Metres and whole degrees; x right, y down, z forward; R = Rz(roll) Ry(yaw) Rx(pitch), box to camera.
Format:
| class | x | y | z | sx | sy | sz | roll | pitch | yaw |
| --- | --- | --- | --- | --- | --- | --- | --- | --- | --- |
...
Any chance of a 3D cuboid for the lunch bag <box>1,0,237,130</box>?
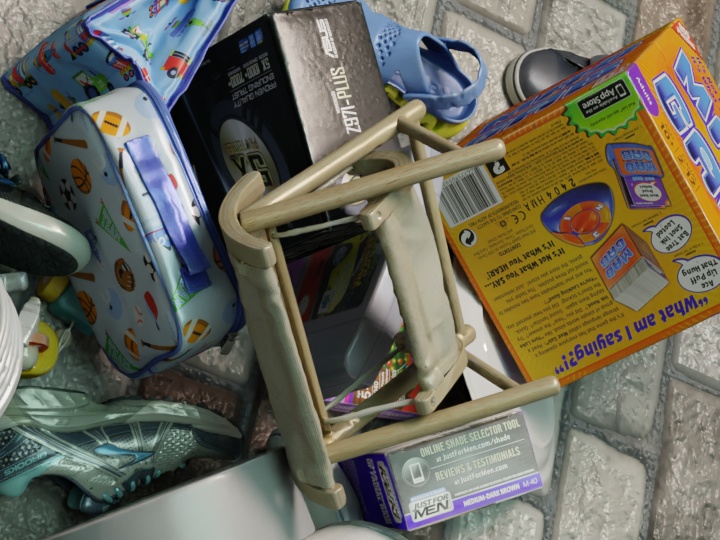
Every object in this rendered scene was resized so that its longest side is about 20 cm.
| class | x | y | z | sx | sy | sz | roll | pitch | yaw |
| --- | --- | --- | --- | --- | --- | --- | --- | --- | --- |
| lunch bag | -0.149 | -0.190 | 1.699 | 0.094 | 0.150 | 0.200 | 48 | 57 | -14 |

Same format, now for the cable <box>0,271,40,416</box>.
| class | x | y | z | sx | sy | sz | roll | pitch | yaw |
| --- | --- | --- | --- | --- | --- | --- | --- | --- | --- |
| cable | -0.324 | 0.056 | 1.510 | 0.198 | 0.069 | 0.201 | 3 | 50 | 5 |

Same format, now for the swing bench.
| class | x | y | z | sx | sy | sz | roll | pitch | yaw |
| --- | --- | --- | --- | --- | --- | --- | --- | --- | --- |
| swing bench | 0.007 | 0.021 | 1.550 | 0.199 | 0.130 | 0.200 | -24 | 117 | -21 |

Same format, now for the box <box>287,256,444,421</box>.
| class | x | y | z | sx | sy | sz | roll | pitch | yaw |
| --- | --- | --- | --- | --- | --- | --- | --- | --- | --- |
| box | 0.004 | 0.016 | 1.816 | 0.136 | 0.039 | 0.202 | 9 | 73 | -31 |

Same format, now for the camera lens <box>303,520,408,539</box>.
| class | x | y | z | sx | sy | sz | roll | pitch | yaw |
| --- | --- | --- | --- | --- | --- | --- | --- | --- | --- |
| camera lens | -0.034 | 0.272 | 1.583 | 0.200 | 0.159 | 0.161 | -17 | 87 | -57 |

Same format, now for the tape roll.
| class | x | y | z | sx | sy | sz | roll | pitch | yaw |
| --- | --- | --- | --- | --- | --- | --- | --- | --- | --- |
| tape roll | -0.135 | 0.188 | 1.584 | 0.199 | 0.200 | 0.067 | -19 | 87 | -35 |

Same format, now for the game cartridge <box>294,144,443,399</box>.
| class | x | y | z | sx | sy | sz | roll | pitch | yaw |
| --- | --- | --- | --- | --- | --- | --- | --- | --- | --- |
| game cartridge | 0.000 | 0.000 | 1.714 | 0.041 | 0.133 | 0.201 | 31 | 63 | -29 |

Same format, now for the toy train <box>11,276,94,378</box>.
| class | x | y | z | sx | sy | sz | roll | pitch | yaw |
| --- | --- | --- | --- | --- | --- | --- | --- | --- | --- |
| toy train | -0.245 | 0.003 | 1.646 | 0.199 | 0.056 | 0.151 | -22 | 91 | -35 |

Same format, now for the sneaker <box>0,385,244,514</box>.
| class | x | y | z | sx | sy | sz | roll | pitch | yaw |
| --- | --- | --- | --- | --- | --- | --- | --- | --- | --- |
| sneaker | -0.181 | 0.136 | 1.651 | 0.199 | 0.078 | 0.087 | 6 | 80 | -23 |

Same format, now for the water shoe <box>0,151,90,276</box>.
| class | x | y | z | sx | sy | sz | roll | pitch | yaw |
| --- | --- | --- | --- | --- | --- | --- | --- | --- | --- |
| water shoe | -0.271 | -0.064 | 1.588 | 0.199 | 0.072 | 0.079 | 22 | 62 | 9 |

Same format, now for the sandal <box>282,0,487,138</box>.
| class | x | y | z | sx | sy | sz | roll | pitch | yaw |
| --- | --- | --- | --- | --- | --- | --- | --- | --- | --- |
| sandal | 0.027 | -0.180 | 1.854 | 0.199 | 0.087 | 0.080 | 22 | 68 | -25 |

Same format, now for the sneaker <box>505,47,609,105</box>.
| class | x | y | z | sx | sy | sz | roll | pitch | yaw |
| --- | --- | --- | --- | --- | --- | --- | --- | --- | --- |
| sneaker | 0.225 | -0.149 | 1.983 | 0.199 | 0.079 | 0.079 | 19 | 69 | -27 |

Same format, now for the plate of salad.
| class | x | y | z | sx | sy | sz | roll | pitch | yaw |
| --- | --- | --- | --- | --- | --- | --- | --- | --- | --- |
| plate of salad | 0.108 | 0.081 | 1.833 | 0.200 | 0.048 | 0.201 | 53 | 27 | -41 |

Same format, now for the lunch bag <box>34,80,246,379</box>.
| class | x | y | z | sx | sy | sz | roll | pitch | yaw |
| --- | --- | --- | --- | --- | --- | --- | --- | --- | --- |
| lunch bag | -0.151 | -0.024 | 1.584 | 0.075 | 0.160 | 0.201 | -23 | 86 | -29 |

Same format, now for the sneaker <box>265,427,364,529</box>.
| class | x | y | z | sx | sy | sz | roll | pitch | yaw |
| --- | --- | --- | --- | --- | --- | --- | --- | --- | --- |
| sneaker | -0.035 | 0.216 | 1.721 | 0.070 | 0.073 | 0.201 | -21 | 88 | -33 |

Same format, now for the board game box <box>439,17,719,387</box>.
| class | x | y | z | sx | sy | sz | roll | pitch | yaw |
| --- | --- | --- | --- | --- | --- | --- | --- | --- | --- |
| board game box | 0.200 | -0.053 | 1.825 | 0.201 | 0.199 | 0.200 | 60 | 25 | -6 |

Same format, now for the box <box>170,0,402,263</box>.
| class | x | y | z | sx | sy | sz | roll | pitch | yaw |
| --- | --- | --- | --- | --- | --- | --- | --- | --- | --- |
| box | -0.066 | -0.092 | 1.700 | 0.086 | 0.200 | 0.165 | -13 | 86 | -36 |

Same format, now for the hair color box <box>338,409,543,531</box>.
| class | x | y | z | sx | sy | sz | roll | pitch | yaw |
| --- | --- | --- | --- | --- | --- | --- | --- | --- | --- |
| hair color box | 0.053 | 0.149 | 1.702 | 0.109 | 0.200 | 0.065 | -16 | 88 | -13 |
